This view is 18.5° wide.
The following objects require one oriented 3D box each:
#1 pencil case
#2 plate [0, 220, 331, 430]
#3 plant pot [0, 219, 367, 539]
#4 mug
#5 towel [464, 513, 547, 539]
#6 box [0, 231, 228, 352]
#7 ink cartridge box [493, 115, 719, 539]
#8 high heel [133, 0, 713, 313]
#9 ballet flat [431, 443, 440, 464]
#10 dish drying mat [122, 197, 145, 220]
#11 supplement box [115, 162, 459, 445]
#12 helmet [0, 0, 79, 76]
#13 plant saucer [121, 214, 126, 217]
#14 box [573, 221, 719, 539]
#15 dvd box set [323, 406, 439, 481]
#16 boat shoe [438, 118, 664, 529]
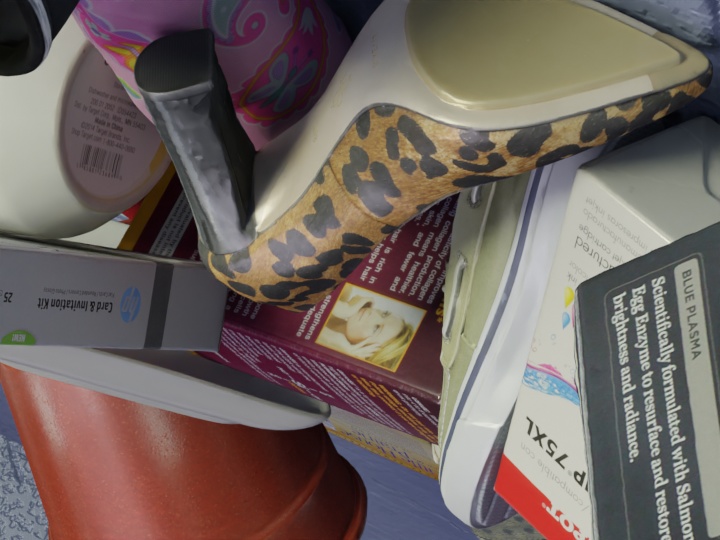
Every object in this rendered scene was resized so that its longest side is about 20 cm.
[{"bbox_3d":[-0.060,-0.099,0.812,0.087,0.088,0.200,19,163,32],"label":"pencil case"},{"bbox_3d":[-0.122,0.021,1.117,0.198,0.033,0.200,16,-162,-15],"label":"plate"},{"bbox_3d":[-0.118,0.087,1.299,0.200,0.201,0.196,14,133,45],"label":"plant pot"},{"bbox_3d":[-0.143,-0.093,0.913,0.152,0.187,0.150,18,136,31],"label":"mug"},{"bbox_3d":[0.164,0.130,0.959,0.199,0.035,0.193,-6,144,32],"label":"towel"},{"bbox_3d":[-0.168,0.002,0.879,0.155,0.042,0.200,8,180,27],"label":"box"},{"bbox_3d":[0.118,0.061,0.793,0.116,0.067,0.201,42,139,32],"label":"ink cartridge box"},{"bbox_3d":[0.030,-0.035,0.786,0.198,0.072,0.143,-2,144,14],"label":"high heel"},{"bbox_3d":[0.074,0.093,1.075,0.201,0.072,0.072,62,165,3],"label":"ballet flat"},{"bbox_3d":[-0.122,-0.050,1.086,0.199,0.018,0.077,35,164,-20],"label":"dish drying mat"},{"bbox_3d":[0.000,0.000,0.978,0.199,0.111,0.086,18,164,36],"label":"supplement box"},{"bbox_3d":[-0.162,-0.140,0.629,0.200,0.190,0.201,31,134,40],"label":"helmet"},{"bbox_3d":[-0.132,-0.076,1.124,0.199,0.036,0.200,27,167,7],"label":"plant saucer"},{"bbox_3d":[0.195,0.059,0.616,0.199,0.118,0.197,-24,136,27],"label":"box"},{"bbox_3d":[-0.011,0.073,1.426,0.146,0.030,0.200,23,164,24],"label":"dvd box set"},{"bbox_3d":[0.063,0.009,0.843,0.062,0.072,0.201,38,129,32],"label":"boat shoe"}]
